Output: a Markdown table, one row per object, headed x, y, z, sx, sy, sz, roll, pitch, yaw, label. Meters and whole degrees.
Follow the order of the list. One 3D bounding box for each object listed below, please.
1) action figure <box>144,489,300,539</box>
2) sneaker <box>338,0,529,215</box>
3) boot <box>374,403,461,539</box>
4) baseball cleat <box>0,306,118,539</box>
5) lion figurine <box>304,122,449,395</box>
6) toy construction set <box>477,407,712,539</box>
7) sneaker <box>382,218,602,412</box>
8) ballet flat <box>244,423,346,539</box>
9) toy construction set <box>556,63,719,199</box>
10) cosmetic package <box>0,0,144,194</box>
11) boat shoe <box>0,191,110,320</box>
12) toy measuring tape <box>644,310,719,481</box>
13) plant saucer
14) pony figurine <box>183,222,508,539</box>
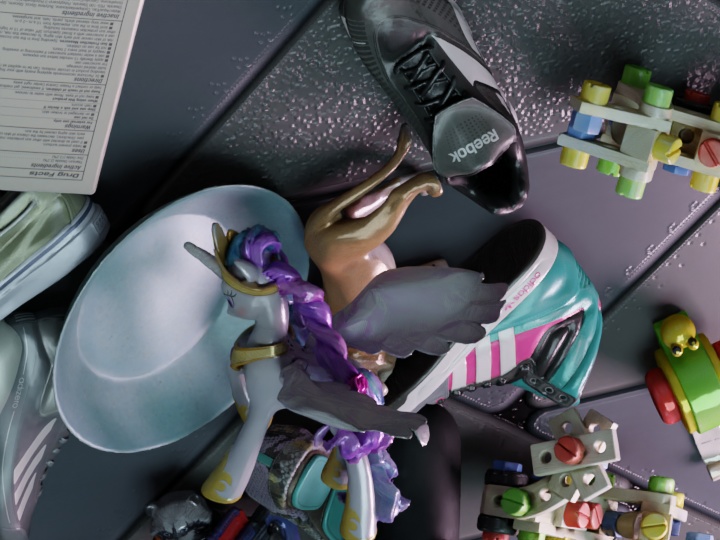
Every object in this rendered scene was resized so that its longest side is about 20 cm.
| x | y | z | sx | sy | sz | roll | pitch | yaw | label |
| --- | --- | --- | --- | --- | --- | --- | --- | --- | --- |
| -0.119 | 0.245 | 1.750 | 0.105 | 0.200 | 0.194 | 4 | 117 | 29 | action figure |
| 0.055 | -0.105 | 1.526 | 0.066 | 0.091 | 0.200 | -31 | 134 | 8 | sneaker |
| 0.070 | 0.199 | 1.715 | 0.073 | 0.162 | 0.198 | 11 | 96 | -48 | boot |
| -0.209 | 0.109 | 1.644 | 0.106 | 0.070 | 0.200 | -8 | 134 | -12 | baseball cleat |
| 0.000 | 0.000 | 1.620 | 0.122 | 0.072 | 0.200 | -20 | 129 | -5 | lion figurine |
| 0.164 | 0.169 | 1.783 | 0.131 | 0.092 | 0.200 | 5 | 157 | 31 | toy construction set |
| 0.090 | 0.065 | 1.704 | 0.200 | 0.084 | 0.121 | -42 | 121 | 18 | sneaker |
| -0.040 | 0.144 | 1.732 | 0.072 | 0.072 | 0.200 | -27 | 160 | 6 | ballet flat |
| 0.226 | -0.068 | 1.576 | 0.200 | 0.131 | 0.092 | 31 | 104 | 4 | toy construction set |
| -0.185 | -0.144 | 1.418 | 0.104 | 0.073 | 0.200 | 3 | 130 | -22 | cosmetic package |
| -0.248 | 0.006 | 1.550 | 0.200 | 0.072 | 0.062 | -36 | 108 | 10 | boat shoe |
| 0.251 | 0.106 | 1.802 | 0.074 | 0.074 | 0.200 | -23 | 134 | 2 | toy measuring tape |
| -0.122 | 0.024 | 1.588 | 0.201 | 0.039 | 0.201 | -27 | 138 | -28 | plant saucer |
| -0.020 | 0.071 | 1.544 | 0.193 | 0.167 | 0.200 | 15 | 128 | 21 | pony figurine |
